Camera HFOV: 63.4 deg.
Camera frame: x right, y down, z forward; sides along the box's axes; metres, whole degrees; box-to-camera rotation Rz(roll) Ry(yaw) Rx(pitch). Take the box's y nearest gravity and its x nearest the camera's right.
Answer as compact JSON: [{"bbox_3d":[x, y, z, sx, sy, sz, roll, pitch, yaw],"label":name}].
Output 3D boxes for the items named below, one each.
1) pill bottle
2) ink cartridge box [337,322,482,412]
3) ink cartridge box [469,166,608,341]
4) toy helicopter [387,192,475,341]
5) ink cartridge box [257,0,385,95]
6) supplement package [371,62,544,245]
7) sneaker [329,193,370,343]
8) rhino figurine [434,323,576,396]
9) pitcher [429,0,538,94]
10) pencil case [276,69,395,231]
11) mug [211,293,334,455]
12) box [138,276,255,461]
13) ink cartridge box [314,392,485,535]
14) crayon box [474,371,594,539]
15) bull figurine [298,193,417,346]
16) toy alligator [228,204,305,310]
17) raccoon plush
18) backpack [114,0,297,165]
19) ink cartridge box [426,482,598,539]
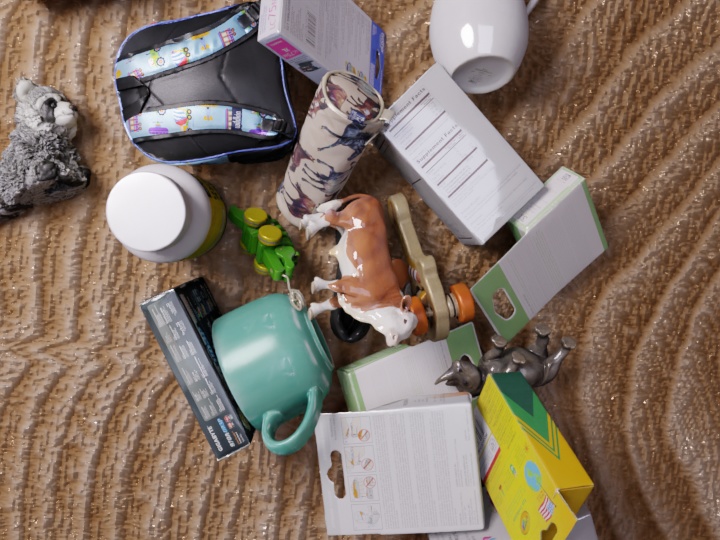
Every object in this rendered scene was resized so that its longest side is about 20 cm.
[{"bbox_3d":[-0.225,-0.066,0.690,0.110,0.200,0.113,0,94,-5],"label":"pill bottle"},{"bbox_3d":[0.082,0.170,0.801,0.198,0.048,0.147,-19,96,-24],"label":"ink cartridge box"},{"bbox_3d":[0.228,-0.015,0.769,0.200,0.048,0.146,-42,132,-1],"label":"ink cartridge box"},{"bbox_3d":[0.075,-0.004,0.767,0.078,0.132,0.202,-15,77,-6],"label":"toy helicopter"},{"bbox_3d":[-0.040,-0.287,0.713,0.042,0.199,0.121,-7,74,37],"label":"ink cartridge box"},{"bbox_3d":[0.117,-0.143,0.755,0.109,0.114,0.200,-43,95,0],"label":"supplement package"},{"bbox_3d":[0.000,0.000,0.768,0.075,0.091,0.203,3,92,-3],"label":"sneaker"},{"bbox_3d":[0.186,0.131,0.772,0.198,0.060,0.088,-9,134,-22],"label":"rhino figurine"},{"bbox_3d":[0.168,-0.330,0.743,0.170,0.121,0.202,5,72,-20],"label":"pitcher"},{"bbox_3d":[-0.039,-0.137,0.714,0.089,0.078,0.201,37,135,5],"label":"pencil case"},{"bbox_3d":[-0.094,0.121,0.733,0.113,0.152,0.187,-25,83,-2],"label":"mug"},{"bbox_3d":[-0.187,0.111,0.726,0.046,0.159,0.202,-25,96,-1],"label":"box"},{"bbox_3d":[0.050,0.245,0.735,0.197,0.050,0.164,-6,94,10],"label":"ink cartridge box"},{"bbox_3d":[0.195,0.236,0.685,0.050,0.201,0.128,0,126,-18],"label":"crayon box"},{"bbox_3d":[-0.004,0.001,0.690,0.120,0.065,0.202,-2,64,-16],"label":"bull figurine"},{"bbox_3d":[-0.105,-0.023,0.747,0.054,0.200,0.060,-15,139,-35],"label":"toy alligator"},{"bbox_3d":[-0.436,-0.150,0.728,0.198,0.097,0.135,-21,87,-3],"label":"raccoon plush"},{"bbox_3d":[-0.185,-0.214,0.717,0.198,0.135,0.185,-12,95,-3],"label":"backpack"},{"bbox_3d":[0.189,0.339,0.771,0.198,0.145,0.085,-19,107,-3],"label":"ink cartridge box"}]
